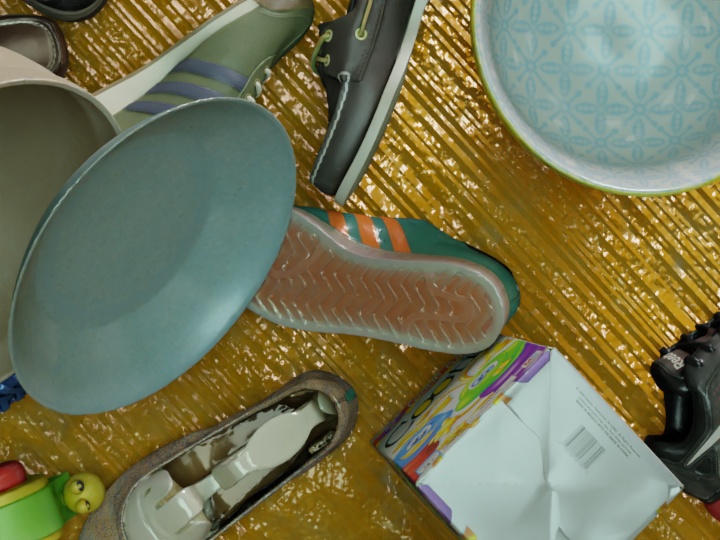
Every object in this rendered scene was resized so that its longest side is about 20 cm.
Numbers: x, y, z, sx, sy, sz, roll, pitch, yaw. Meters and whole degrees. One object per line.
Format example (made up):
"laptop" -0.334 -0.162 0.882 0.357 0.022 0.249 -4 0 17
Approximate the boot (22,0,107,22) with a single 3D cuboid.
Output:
"boot" -0.234 -0.213 0.950 0.199 0.151 0.074 31 87 -5

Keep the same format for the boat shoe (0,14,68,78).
"boat shoe" -0.266 -0.099 0.986 0.199 0.072 0.076 -23 92 -5

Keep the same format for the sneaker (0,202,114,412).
"sneaker" -0.201 0.060 0.989 0.110 0.077 0.201 25 81 4

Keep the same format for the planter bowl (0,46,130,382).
"planter bowl" -0.241 -0.043 0.889 0.134 0.200 0.201 37 86 28

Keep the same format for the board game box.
"board game box" 0.085 0.109 0.956 0.103 0.200 0.105 -44 95 -4

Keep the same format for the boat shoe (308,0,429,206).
"boat shoe" 0.004 -0.139 1.017 0.060 0.072 0.203 21 80 -4

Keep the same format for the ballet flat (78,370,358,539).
"ballet flat" -0.088 0.124 1.006 0.199 0.067 0.068 -38 93 -4

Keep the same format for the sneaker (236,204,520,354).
"sneaker" 0.000 0.000 1.021 0.198 0.080 0.072 17 106 13

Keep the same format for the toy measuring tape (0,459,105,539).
"toy measuring tape" -0.246 0.161 0.989 0.198 0.074 0.074 -19 92 -6

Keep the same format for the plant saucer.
"plant saucer" -0.120 -0.014 0.919 0.039 0.201 0.201 37 85 28

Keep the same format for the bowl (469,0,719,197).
"bowl" 0.156 -0.141 1.011 0.198 0.108 0.202 0 89 -6

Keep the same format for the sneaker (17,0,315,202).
"sneaker" -0.095 -0.085 0.994 0.199 0.067 0.090 -34 83 -13

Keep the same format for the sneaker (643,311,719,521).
"sneaker" 0.236 0.051 1.036 0.097 0.071 0.202 24 89 -7
